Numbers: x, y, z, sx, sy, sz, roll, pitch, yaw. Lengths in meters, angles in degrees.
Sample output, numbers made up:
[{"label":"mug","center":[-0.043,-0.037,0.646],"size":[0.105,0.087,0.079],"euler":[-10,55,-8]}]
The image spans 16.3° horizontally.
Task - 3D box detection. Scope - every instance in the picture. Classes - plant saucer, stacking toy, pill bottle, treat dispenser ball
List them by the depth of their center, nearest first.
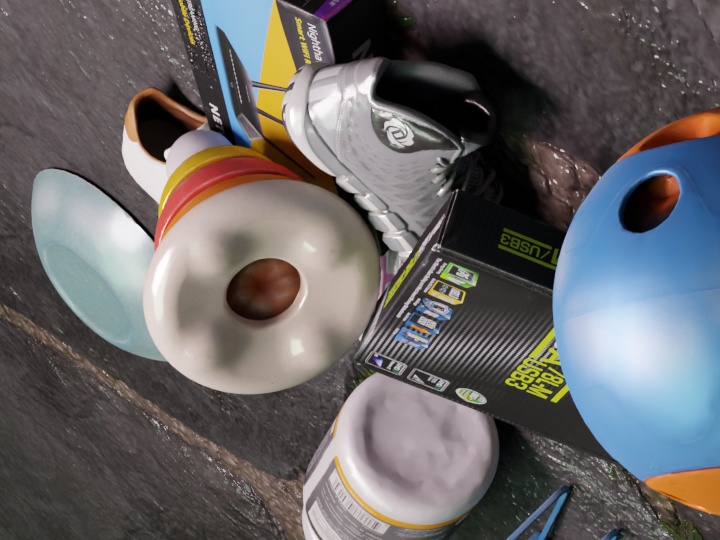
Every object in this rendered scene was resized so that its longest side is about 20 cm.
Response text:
[{"label":"treat dispenser ball","center":[0.193,0.020,1.221],"size":[0.201,0.201,0.201],"euler":[37,154,22]},{"label":"stacking toy","center":[-0.078,-0.030,1.574],"size":[0.200,0.146,0.146],"euler":[-116,1,-56]},{"label":"pill bottle","center":[0.022,0.151,1.802],"size":[0.116,0.116,0.200],"euler":[45,156,8]},{"label":"plant saucer","center":[-0.212,0.008,2.067],"size":[0.201,0.039,0.201],"euler":[38,154,22]}]

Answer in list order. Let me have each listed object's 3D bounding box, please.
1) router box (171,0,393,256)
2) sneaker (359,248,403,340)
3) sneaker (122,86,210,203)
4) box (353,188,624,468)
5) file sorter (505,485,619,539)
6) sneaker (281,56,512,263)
[{"label":"router box","center":[-0.042,-0.119,1.582],"size":[0.149,0.051,0.200],"euler":[28,148,35]},{"label":"sneaker","center":[0.000,0.000,1.673],"size":[0.200,0.088,0.081],"euler":[20,113,12]},{"label":"sneaker","center":[-0.097,-0.050,1.751],"size":[0.200,0.073,0.085],"euler":[41,157,20]},{"label":"box","center":[0.111,0.040,1.483],"size":[0.193,0.048,0.200],"euler":[24,155,-5]},{"label":"file sorter","center":[0.161,0.267,1.720],"size":[0.200,0.139,0.123],"euler":[41,151,15]},{"label":"sneaker","center":[0.055,-0.057,1.472],"size":[0.200,0.075,0.115],"euler":[37,148,-29]}]
